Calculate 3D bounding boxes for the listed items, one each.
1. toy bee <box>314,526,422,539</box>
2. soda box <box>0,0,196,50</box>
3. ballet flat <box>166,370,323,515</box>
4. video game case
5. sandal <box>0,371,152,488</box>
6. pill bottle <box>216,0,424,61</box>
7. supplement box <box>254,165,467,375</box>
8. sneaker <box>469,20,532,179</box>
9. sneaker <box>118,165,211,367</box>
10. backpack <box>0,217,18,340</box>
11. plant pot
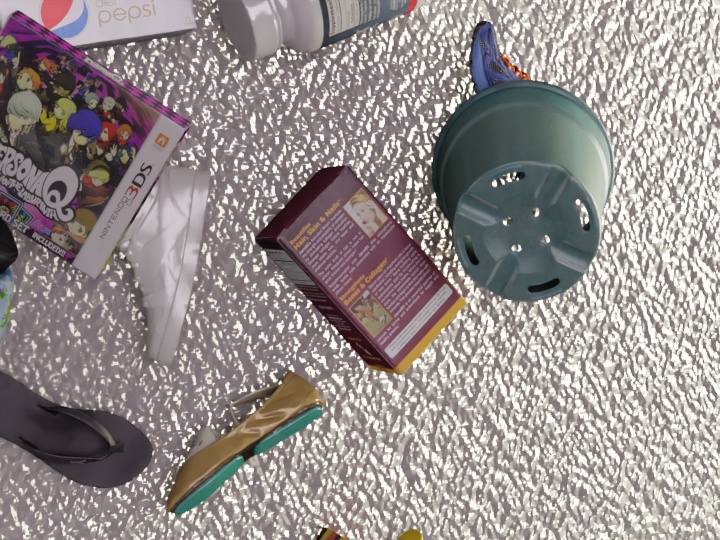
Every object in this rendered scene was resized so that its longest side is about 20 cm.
[{"bbox_3d":[0.043,0.337,1.787,0.198,0.109,0.132,17,82,-20],"label":"toy bee"},{"bbox_3d":[-0.268,-0.256,1.686,0.198,0.064,0.069,-12,94,-20],"label":"soda box"},{"bbox_3d":[-0.130,0.175,1.752,0.199,0.069,0.063,-34,74,-20],"label":"ballet flat"},{"bbox_3d":[-0.291,-0.119,1.630,0.199,0.036,0.182,33,107,-5],"label":"video game case"},{"bbox_3d":[-0.299,0.163,1.685,0.199,0.043,0.077,23,82,-20],"label":"sandal"},{"bbox_3d":[-0.042,-0.292,1.745,0.199,0.119,0.121,-24,99,-19],"label":"pill bottle"},{"bbox_3d":[0.000,0.000,1.779,0.110,0.086,0.200,-46,106,-15],"label":"supplement box"},{"bbox_3d":[0.178,-0.184,1.844,0.078,0.075,0.201,-23,110,16],"label":"sneaker"},{"bbox_3d":[-0.221,-0.010,1.710,0.114,0.074,0.202,9,90,-7],"label":"sneaker"},{"bbox_3d":[-0.393,0.042,1.587,0.153,0.163,0.201,36,96,-24],"label":"backpack"},{"bbox_3d":[0.169,-0.073,1.746,0.198,0.196,0.202,1,111,3],"label":"plant pot"}]
